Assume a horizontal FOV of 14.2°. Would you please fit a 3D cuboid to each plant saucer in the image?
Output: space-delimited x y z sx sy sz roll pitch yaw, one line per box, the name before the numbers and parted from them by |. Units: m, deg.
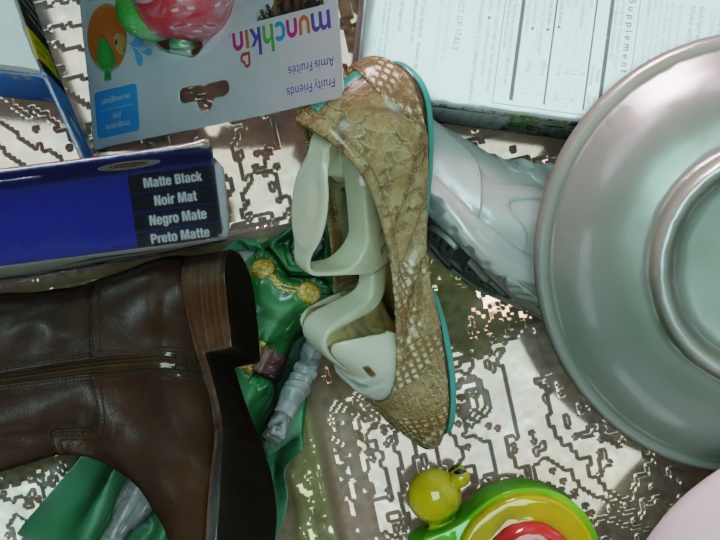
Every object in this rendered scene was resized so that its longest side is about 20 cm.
plant saucer | 0.178 -0.005 1.272 0.200 0.050 0.201 -1 98 -4

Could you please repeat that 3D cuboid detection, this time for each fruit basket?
fruit basket | -0.081 -0.164 1.283 0.094 0.185 0.200 3 84 -41

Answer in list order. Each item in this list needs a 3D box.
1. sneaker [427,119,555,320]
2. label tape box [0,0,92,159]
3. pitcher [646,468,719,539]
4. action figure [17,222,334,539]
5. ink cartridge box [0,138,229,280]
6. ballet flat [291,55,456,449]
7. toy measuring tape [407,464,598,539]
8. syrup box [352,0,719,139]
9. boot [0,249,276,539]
sneaker | 0.100 -0.020 1.336 0.200 0.078 0.099 37 81 -9
label tape box | -0.182 -0.128 1.287 0.063 0.144 0.200 -20 89 -2
pitcher | 0.179 0.138 1.227 0.121 0.172 0.200 33 128 8
action figure | -0.063 0.059 1.334 0.118 0.055 0.200 27 84 2
ink cartridge box | -0.155 -0.018 1.258 0.199 0.200 0.041 -8 89 -1
ballet flat | 0.000 0.000 1.293 0.065 0.070 0.200 -22 121 -26
toy measuring tape | 0.102 0.157 1.331 0.200 0.074 0.074 44 88 -9
syrup box | 0.098 -0.103 1.328 0.200 0.079 0.082 7 88 -1
boot | -0.142 0.089 1.283 0.200 0.064 0.187 -10 65 17
